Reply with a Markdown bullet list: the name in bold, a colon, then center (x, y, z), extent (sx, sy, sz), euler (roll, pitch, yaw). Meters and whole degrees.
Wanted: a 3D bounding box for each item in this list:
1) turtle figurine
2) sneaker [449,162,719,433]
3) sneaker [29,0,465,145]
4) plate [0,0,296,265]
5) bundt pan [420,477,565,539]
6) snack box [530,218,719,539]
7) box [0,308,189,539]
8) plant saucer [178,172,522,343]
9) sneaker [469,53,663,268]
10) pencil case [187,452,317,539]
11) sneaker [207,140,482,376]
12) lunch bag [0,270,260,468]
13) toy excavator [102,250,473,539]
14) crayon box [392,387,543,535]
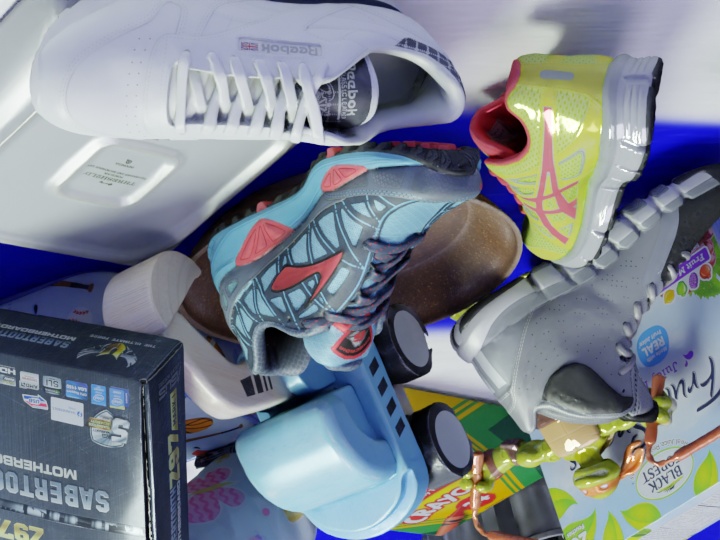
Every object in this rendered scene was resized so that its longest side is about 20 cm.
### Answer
- **turtle figurine**: center (0.135, 0.077, 1.253), extent (0.200, 0.162, 0.064), euler (-27, 175, 34)
- **sneaker**: center (0.162, 0.029, 1.185), extent (0.200, 0.116, 0.075), euler (-33, 173, -3)
- **sneaker**: center (-0.049, -0.090, 0.900), extent (0.200, 0.081, 0.077), euler (-9, 126, -25)
- **plate**: center (-0.124, -0.060, 0.995), extent (0.199, 0.032, 0.200), euler (12, 142, -42)
- **bundt pan**: center (0.137, 0.217, 1.622), extent (0.201, 0.076, 0.202), euler (-13, 154, -6)
- **snack box**: center (0.199, 0.078, 1.285), extent (0.068, 0.169, 0.200), euler (5, 147, -40)
- **box**: center (-0.190, 0.100, 1.061), extent (0.200, 0.051, 0.158), euler (11, 118, 18)
- **plant saucer**: center (-0.009, -0.012, 1.132), extent (0.200, 0.037, 0.200), euler (-9, 156, -4)
- **sneaker**: center (0.102, -0.066, 1.076), extent (0.090, 0.078, 0.200), euler (10, 155, -1)
- **pencil case**: center (-0.107, 0.186, 1.149), extent (0.091, 0.200, 0.083), euler (13, 123, 27)
- **sneaker**: center (0.000, 0.000, 0.985), extent (0.079, 0.096, 0.200), euler (0, 161, -34)
- **lunch bag**: center (-0.158, 0.075, 1.191), extent (0.160, 0.076, 0.200), euler (-22, 152, 17)
- **toy excavator**: center (-0.043, 0.070, 1.113), extent (0.100, 0.195, 0.200), euler (-24, 180, 28)
- **crayon box**: center (0.031, 0.140, 1.444), extent (0.200, 0.051, 0.127), euler (13, 142, -44)
